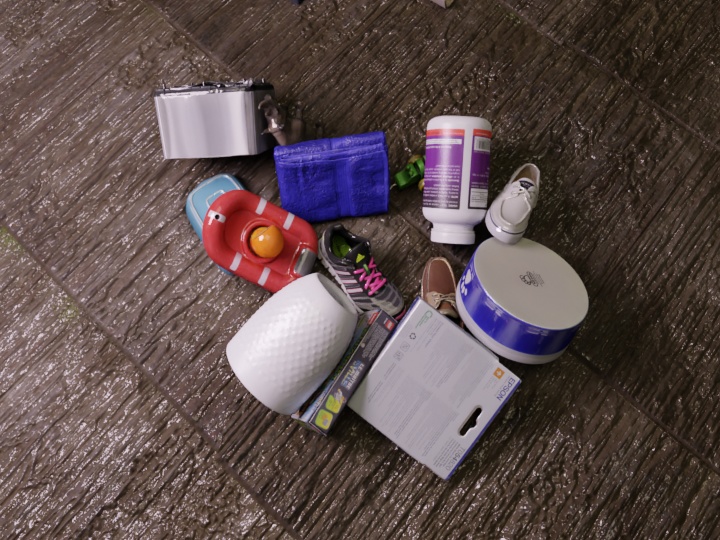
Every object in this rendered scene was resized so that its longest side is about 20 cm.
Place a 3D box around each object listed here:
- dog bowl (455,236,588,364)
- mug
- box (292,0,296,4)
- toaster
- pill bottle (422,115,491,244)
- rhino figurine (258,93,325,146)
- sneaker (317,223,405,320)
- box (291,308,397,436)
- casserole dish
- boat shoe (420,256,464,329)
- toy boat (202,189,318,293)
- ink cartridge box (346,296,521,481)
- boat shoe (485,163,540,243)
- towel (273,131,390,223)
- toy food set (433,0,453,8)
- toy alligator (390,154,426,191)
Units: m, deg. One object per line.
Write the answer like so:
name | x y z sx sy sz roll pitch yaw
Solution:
dog bowl | 0.253 0.041 1.039 0.194 0.080 0.204 11 42 -10
mug | -0.096 0.090 1.018 0.147 0.201 0.176 41 100 -20
box | -0.121 -0.688 1.304 0.122 0.198 0.202 32 71 11
toaster | -0.243 -0.264 1.136 0.174 0.201 0.123 -3 106 5
pill bottle | 0.161 -0.151 1.114 0.108 0.113 0.207 3 97 1
rhino figurine | -0.119 -0.244 1.142 0.058 0.199 0.091 -5 78 23
sneaker | 0.000 0.000 1.091 0.073 0.088 0.200 -36 72 -23
box | -0.026 0.154 1.022 0.034 0.110 0.202 38 71 -12
casserole dish | -0.230 -0.089 1.157 0.119 0.039 0.202 -32 73 -11
boat shoe | 0.140 0.069 1.076 0.073 0.072 0.206 -5 69 -2
toy boat | -0.156 -0.047 1.059 0.196 0.130 0.134 26 83 -16
ink cartridge box | 0.109 0.179 1.002 0.198 0.041 0.202 37 96 -2
boat shoe | 0.263 -0.120 1.104 0.070 0.071 0.200 29 40 10
towel | -0.045 -0.151 1.127 0.193 0.152 0.050 -8 32 -2
toy food set | 0.165 -0.646 1.362 0.141 0.061 0.202 32 72 12
toy alligator | 0.103 -0.177 1.182 0.195 0.055 0.061 -24 70 -9
